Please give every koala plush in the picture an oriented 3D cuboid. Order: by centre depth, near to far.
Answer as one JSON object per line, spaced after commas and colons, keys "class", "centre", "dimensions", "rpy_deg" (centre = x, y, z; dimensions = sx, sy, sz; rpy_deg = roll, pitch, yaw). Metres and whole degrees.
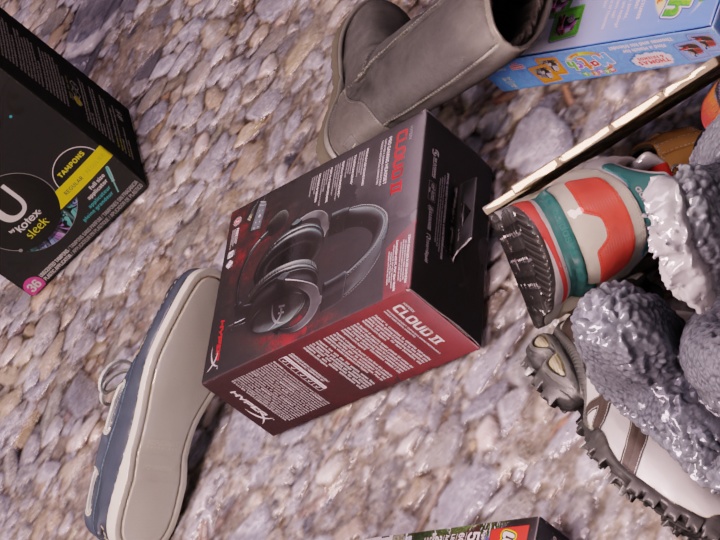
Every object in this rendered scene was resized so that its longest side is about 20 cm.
{"class": "koala plush", "centre": [0.196, -0.003, 0.776], "dimensions": [0.176, 0.201, 0.184], "rpy_deg": [-28, 46, -10]}

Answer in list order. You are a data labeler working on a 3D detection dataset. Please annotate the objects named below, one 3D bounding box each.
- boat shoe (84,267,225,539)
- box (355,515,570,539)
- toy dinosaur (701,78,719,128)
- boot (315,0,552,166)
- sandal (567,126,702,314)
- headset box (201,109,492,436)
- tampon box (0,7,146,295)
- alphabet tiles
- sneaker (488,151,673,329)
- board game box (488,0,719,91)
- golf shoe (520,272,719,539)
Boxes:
{"class": "boat shoe", "centre": [-0.140, 0.092, 1.203], "dimensions": [0.061, 0.074, 0.202], "rpy_deg": [16, 94, 45]}
{"class": "box", "centre": [0.034, 0.234, 0.928], "dimensions": [0.136, 0.038, 0.202], "rpy_deg": [-16, 48, 41]}
{"class": "toy dinosaur", "centre": [0.256, -0.117, 0.896], "dimensions": [0.181, 0.200, 0.106], "rpy_deg": [-37, 69, 13]}
{"class": "boot", "centre": [0.051, -0.164, 1.188], "dimensions": [0.200, 0.072, 0.183], "rpy_deg": [-47, 28, 46]}
{"class": "sandal", "centre": [0.169, -0.046, 1.010], "dimensions": [0.199, 0.054, 0.082], "rpy_deg": [-30, 40, 29]}
{"class": "headset box", "centre": [0.000, 0.000, 1.145], "dimensions": [0.199, 0.077, 0.150], "rpy_deg": [-26, 42, 35]}
{"class": "tampon box", "centre": [-0.305, -0.111, 1.489], "dimensions": [0.150, 0.200, 0.127], "rpy_deg": [-42, 35, 14]}
{"class": "alphabet tiles", "centre": [0.164, -0.090, 1.002], "dimensions": [0.199, 0.006, 0.166], "rpy_deg": [-33, -3, 26]}
{"class": "sneaker", "centre": [0.124, -0.020, 0.936], "dimensions": [0.093, 0.071, 0.200], "rpy_deg": [-23, -3, 1]}
{"class": "board game box", "centre": [0.179, -0.197, 1.150], "dimensions": [0.199, 0.037, 0.153], "rpy_deg": [-3, 57, 50]}
{"class": "golf shoe", "centre": [0.156, 0.067, 0.905], "dimensions": [0.095, 0.078, 0.200], "rpy_deg": [-46, 36, 8]}
